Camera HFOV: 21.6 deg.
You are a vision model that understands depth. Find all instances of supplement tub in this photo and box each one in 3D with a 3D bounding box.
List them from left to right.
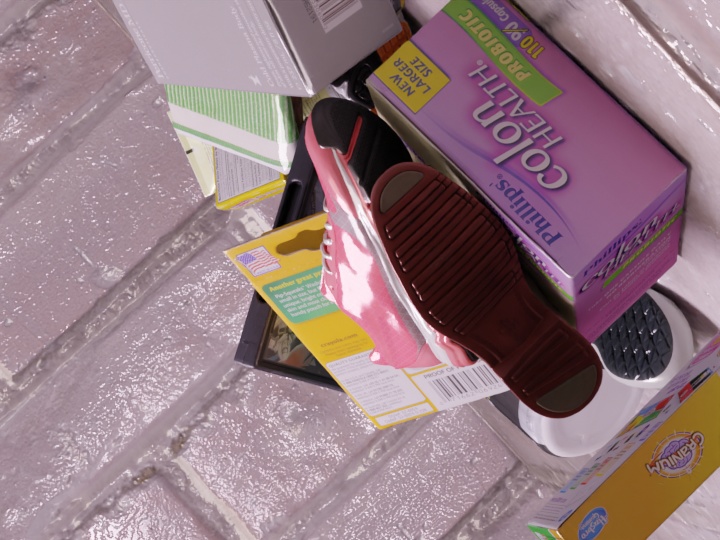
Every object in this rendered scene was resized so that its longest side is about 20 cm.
[{"bbox_3d":[0.149,0.066,1.671,0.200,0.123,0.123,42,173,44],"label":"supplement tub"}]

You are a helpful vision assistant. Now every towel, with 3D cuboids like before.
[{"bbox_3d":[-0.103,-0.174,1.346,0.152,0.023,0.201,24,133,45],"label":"towel"}]

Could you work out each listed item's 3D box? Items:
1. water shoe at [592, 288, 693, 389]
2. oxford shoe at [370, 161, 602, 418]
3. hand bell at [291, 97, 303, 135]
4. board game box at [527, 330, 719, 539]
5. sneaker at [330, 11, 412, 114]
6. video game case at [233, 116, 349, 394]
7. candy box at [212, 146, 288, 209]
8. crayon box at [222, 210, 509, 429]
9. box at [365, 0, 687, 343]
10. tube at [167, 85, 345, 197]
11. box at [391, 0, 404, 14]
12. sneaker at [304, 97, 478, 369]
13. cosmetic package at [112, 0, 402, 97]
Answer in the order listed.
[{"bbox_3d":[0.217,0.052,1.421,0.079,0.072,0.200,19,-178,-18],"label":"water shoe"},{"bbox_3d":[0.065,0.008,1.135,0.200,0.070,0.075,51,180,-26],"label":"oxford shoe"},{"bbox_3d":[-0.084,-0.188,1.387,0.104,0.104,0.200,68,179,-76],"label":"hand bell"},{"bbox_3d":[0.191,0.098,1.128,0.040,0.200,0.153,46,175,4],"label":"board game box"},{"bbox_3d":[0.028,-0.138,1.409,0.200,0.076,0.092,52,-175,-3],"label":"sneaker"},{"bbox_3d":[0.000,0.000,1.396,0.025,0.181,0.200,15,177,37],"label":"video game case"},{"bbox_3d":[-0.084,-0.155,1.460,0.102,0.026,0.201,-17,75,56],"label":"candy box"},{"bbox_3d":[0.016,0.016,1.285,0.200,0.125,0.052,50,-146,-34],"label":"crayon box"},{"bbox_3d":[0.108,-0.060,1.184,0.176,0.097,0.200,46,176,17],"label":"box"},{"bbox_3d":[-0.060,-0.131,1.505,0.052,0.200,0.058,38,-144,-46],"label":"tube"},{"bbox_3d":[-0.040,-0.245,1.255,0.160,0.049,0.200,44,174,8],"label":"box"},{"bbox_3d":[0.002,-0.012,1.167,0.200,0.087,0.074,61,-150,-26],"label":"sneaker"},{"bbox_3d":[-0.075,-0.176,1.183,0.200,0.090,0.107,7,130,54],"label":"cosmetic package"}]
